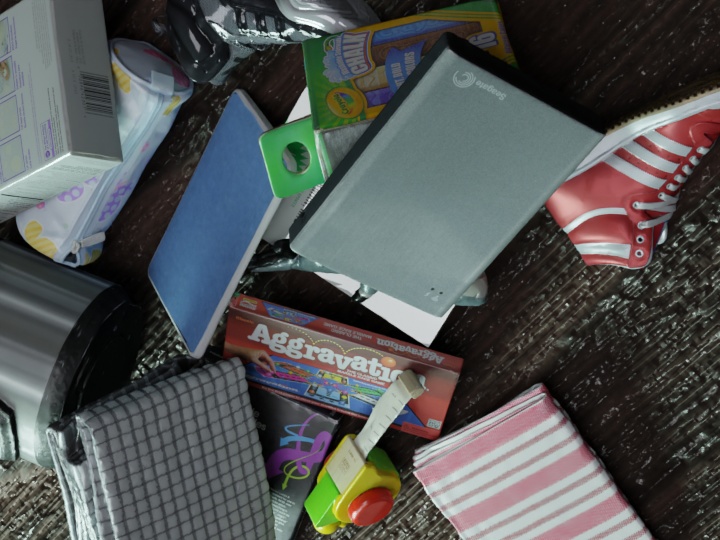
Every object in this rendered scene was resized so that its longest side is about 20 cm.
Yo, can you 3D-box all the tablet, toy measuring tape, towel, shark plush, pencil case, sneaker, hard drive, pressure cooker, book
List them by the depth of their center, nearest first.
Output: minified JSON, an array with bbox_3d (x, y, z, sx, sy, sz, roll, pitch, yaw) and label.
[{"bbox_3d":[0.060,-0.064,1.098,0.139,0.033,0.200,25,123,-25],"label":"hard drive"},{"bbox_3d":[0.238,-0.073,1.179,0.200,0.071,0.113,-26,95,31],"label":"sneaker"},{"bbox_3d":[0.000,0.000,1.234,0.199,0.091,0.083,-9,129,9],"label":"shark plush"},{"bbox_3d":[-0.077,-0.193,1.238,0.200,0.075,0.114,30,115,11],"label":"sneaker"},{"bbox_3d":[0.011,-0.048,1.277,0.200,0.048,0.134,32,108,5],"label":"book"},{"bbox_3d":[-0.120,-0.040,1.291,0.200,0.014,0.130,-61,41,24],"label":"tablet"},{"bbox_3d":[-0.170,0.181,1.298,0.085,0.165,0.201,12,119,50],"label":"towel"},{"bbox_3d":[-0.219,-0.099,1.300,0.083,0.091,0.200,25,114,-19],"label":"pencil case"},{"bbox_3d":[0.155,0.204,1.318,0.146,0.030,0.200,-31,104,25],"label":"towel"},{"bbox_3d":[0.017,0.160,1.322,0.073,0.074,0.200,35,121,3],"label":"toy measuring tape"},{"bbox_3d":[-0.313,0.066,1.344,0.199,0.179,0.176,22,93,9],"label":"pressure cooker"}]

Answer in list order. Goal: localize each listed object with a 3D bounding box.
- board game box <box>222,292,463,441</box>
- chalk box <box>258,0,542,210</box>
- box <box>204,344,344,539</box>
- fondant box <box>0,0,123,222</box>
[{"bbox_3d":[-0.019,0.083,1.302,0.199,0.019,0.103,16,139,3],"label":"board game box"},{"bbox_3d":[0.025,-0.106,1.161,0.199,0.124,0.125,-11,132,4],"label":"chalk box"},{"bbox_3d":[-0.110,0.183,1.395,0.143,0.036,0.200,25,115,7],"label":"box"},{"bbox_3d":[-0.288,-0.130,1.272,0.200,0.058,0.145,-19,74,38],"label":"fondant box"}]
